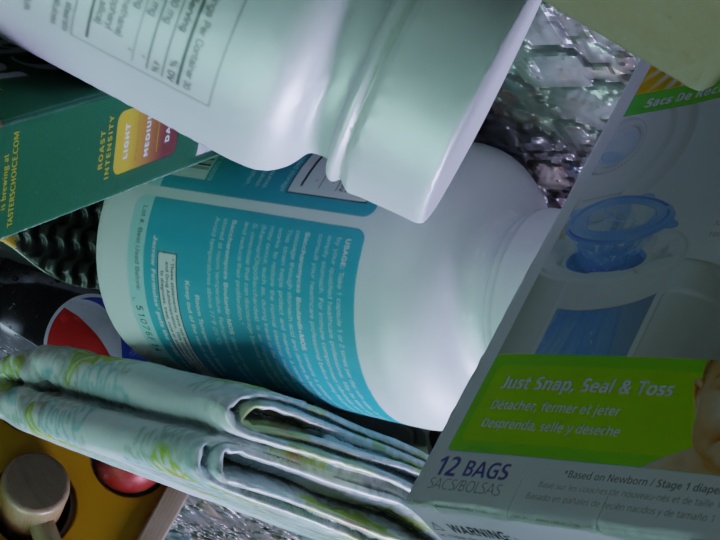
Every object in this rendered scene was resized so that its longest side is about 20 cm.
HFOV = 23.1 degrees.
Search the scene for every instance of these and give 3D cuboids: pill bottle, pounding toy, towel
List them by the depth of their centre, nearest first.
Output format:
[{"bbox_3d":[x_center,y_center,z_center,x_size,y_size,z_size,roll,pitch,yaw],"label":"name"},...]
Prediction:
[{"bbox_3d":[-0.047,-0.101,0.548,0.199,0.114,0.113,28,155,4],"label":"pill bottle"},{"bbox_3d":[0.000,0.000,0.692,0.199,0.111,0.111,11,150,36],"label":"pill bottle"},{"bbox_3d":[-0.047,0.080,0.761,0.171,0.048,0.199,28,167,-34],"label":"towel"},{"bbox_3d":[-0.185,0.144,1.055,0.184,0.201,0.142,34,154,-11],"label":"pounding toy"}]

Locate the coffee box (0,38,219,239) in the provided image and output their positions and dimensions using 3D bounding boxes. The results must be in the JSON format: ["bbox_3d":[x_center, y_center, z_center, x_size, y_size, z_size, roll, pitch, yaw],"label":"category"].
[{"bbox_3d":[-0.123,-0.066,0.616,0.122,0.200,0.044,22,115,23],"label":"coffee box"}]

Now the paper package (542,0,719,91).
[{"bbox_3d":[0.038,-0.160,0.362,0.199,0.104,0.191,30,155,0],"label":"paper package"}]

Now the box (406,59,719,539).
[{"bbox_3d":[0.120,0.012,0.481,0.112,0.201,0.101,-1,142,50],"label":"box"}]

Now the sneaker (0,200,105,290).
[{"bbox_3d":[-0.164,-0.042,0.720,0.090,0.070,0.199,23,-170,42],"label":"sneaker"}]

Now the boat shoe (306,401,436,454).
[{"bbox_3d":[0.005,0.055,0.842,0.074,0.062,0.200,11,167,6],"label":"boat shoe"}]

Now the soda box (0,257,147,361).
[{"bbox_3d":[-0.148,0.040,0.983,0.199,0.064,0.071,32,155,-8],"label":"soda box"}]
